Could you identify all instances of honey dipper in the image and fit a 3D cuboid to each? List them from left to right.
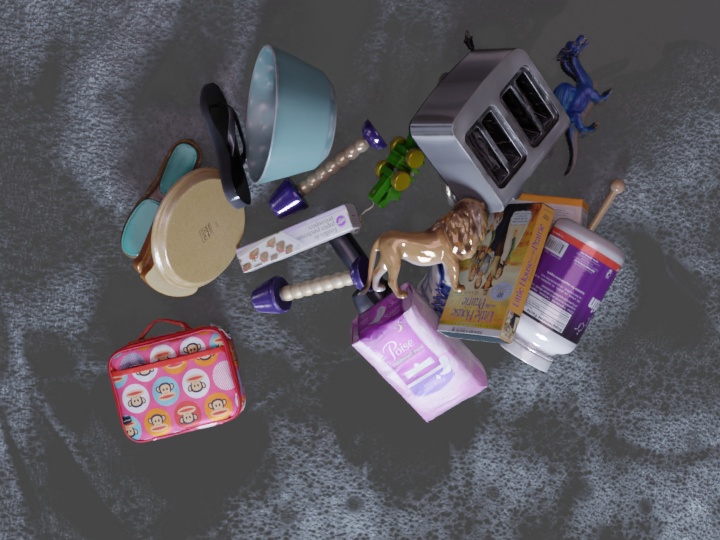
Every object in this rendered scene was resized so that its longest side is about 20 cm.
[{"bbox_3d":[0.342,-0.052,1.749,0.038,0.038,0.202,31,97,-1],"label":"honey dipper"}]

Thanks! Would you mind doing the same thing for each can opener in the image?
[{"bbox_3d":[0.000,0.000,1.756,0.078,0.063,0.201,-32,94,6],"label":"can opener"}]

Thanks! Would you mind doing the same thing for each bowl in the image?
[{"bbox_3d":[-0.099,-0.224,1.689,0.103,0.201,0.204,4,96,-19],"label":"bowl"}]

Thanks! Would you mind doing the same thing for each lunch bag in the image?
[{"bbox_3d":[-0.285,0.161,1.779,0.197,0.082,0.179,-14,91,2],"label":"lunch bag"}]

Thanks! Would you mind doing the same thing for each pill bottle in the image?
[{"bbox_3d":[0.278,0.036,1.609,0.111,0.112,0.202,29,95,-1],"label":"pill bottle"}]

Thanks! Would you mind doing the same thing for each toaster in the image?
[{"bbox_3d":[0.182,-0.209,1.638,0.181,0.118,0.201,-49,117,-19],"label":"toaster"}]

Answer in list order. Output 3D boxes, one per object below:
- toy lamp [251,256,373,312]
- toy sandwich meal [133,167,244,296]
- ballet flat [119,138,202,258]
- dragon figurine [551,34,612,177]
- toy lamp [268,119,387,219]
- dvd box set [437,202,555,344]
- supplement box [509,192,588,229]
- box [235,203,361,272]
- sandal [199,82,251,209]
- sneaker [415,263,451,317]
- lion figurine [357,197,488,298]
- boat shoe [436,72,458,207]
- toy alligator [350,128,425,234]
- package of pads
[{"bbox_3d":[-0.075,0.024,1.730,0.198,0.058,0.059,-16,95,26],"label":"toy lamp"},{"bbox_3d":[-0.256,-0.060,1.724,0.070,0.204,0.208,20,97,36],"label":"toy sandwich meal"},{"bbox_3d":[-0.300,-0.111,1.752,0.067,0.072,0.202,27,97,-6],"label":"ballet flat"},{"bbox_3d":[0.312,-0.247,1.720,0.098,0.059,0.202,22,96,0],"label":"dragon figurine"},{"bbox_3d":[-0.054,-0.151,1.746,0.199,0.058,0.058,-38,93,5],"label":"toy lamp"},{"bbox_3d":[0.190,0.002,1.630,0.029,0.146,0.202,27,78,-30],"label":"dvd box set"},{"bbox_3d":[0.264,-0.009,1.713,0.124,0.073,0.203,8,88,18],"label":"supplement box"},{"bbox_3d":[-0.095,-0.048,1.737,0.198,0.041,0.039,-21,88,23],"label":"box"},{"bbox_3d":[-0.191,-0.189,1.718,0.042,0.076,0.203,-22,73,16],"label":"sandal"},{"bbox_3d":[0.124,0.023,1.741,0.074,0.088,0.203,10,98,-1],"label":"sneaker"},{"bbox_3d":[0.087,-0.031,1.631,0.197,0.073,0.124,-9,106,-3],"label":"lion figurine"},{"bbox_3d":[0.153,-0.196,1.725,0.072,0.075,0.203,-2,96,1],"label":"boat shoe"},{"bbox_3d":[0.052,-0.134,1.748,0.054,0.059,0.201,26,98,-41],"label":"toy alligator"},{"bbox_3d":[0.089,0.126,1.721,0.120,0.076,0.200,-34,115,19],"label":"package of pads"}]
